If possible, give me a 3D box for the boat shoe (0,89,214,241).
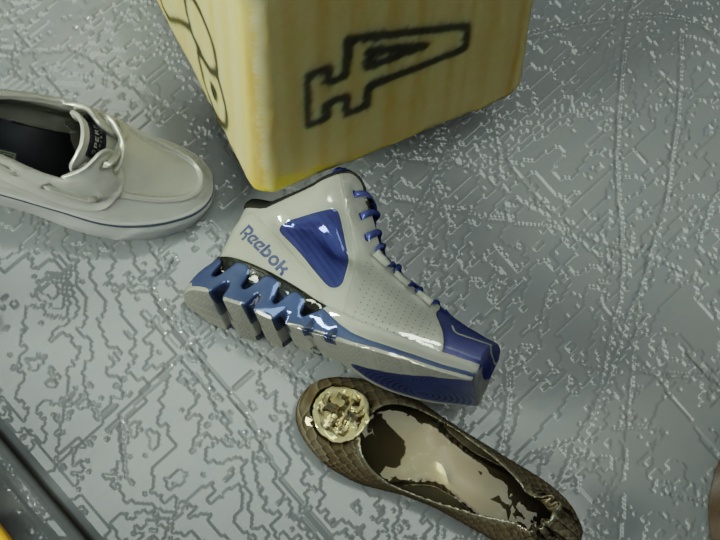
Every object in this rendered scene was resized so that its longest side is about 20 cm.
[{"bbox_3d":[-0.173,-0.067,1.032,0.198,0.065,0.075,5,66,-30],"label":"boat shoe"}]

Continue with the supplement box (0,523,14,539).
[{"bbox_3d":[-0.239,0.212,0.834,0.199,0.086,0.111,-39,87,-17],"label":"supplement box"}]

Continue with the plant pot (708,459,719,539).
[{"bbox_3d":[0.313,0.141,1.020,0.197,0.198,0.203,2,77,-8],"label":"plant pot"}]

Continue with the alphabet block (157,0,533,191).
[{"bbox_3d":[-0.018,-0.202,1.023,0.194,0.201,0.197,-21,64,-12],"label":"alphabet block"}]

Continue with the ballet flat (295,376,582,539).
[{"bbox_3d":[0.051,0.124,1.060,0.199,0.046,0.068,30,73,-1],"label":"ballet flat"}]

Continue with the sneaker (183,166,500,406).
[{"bbox_3d":[-0.001,0.000,1.053,0.197,0.081,0.116,19,73,9],"label":"sneaker"}]
